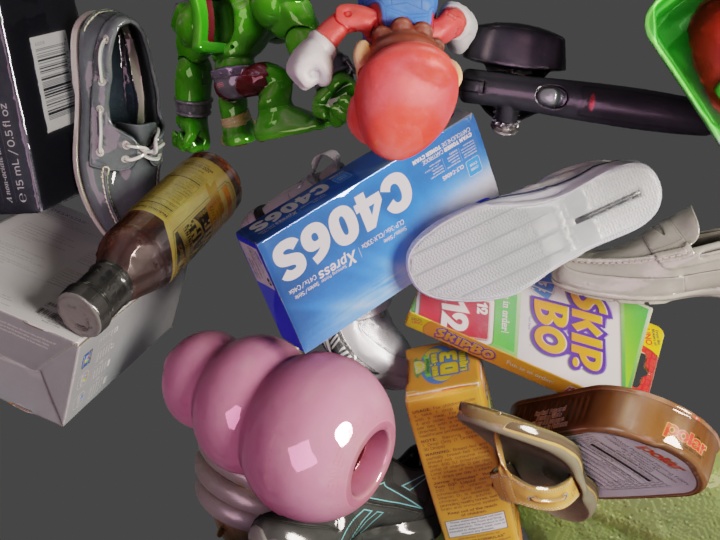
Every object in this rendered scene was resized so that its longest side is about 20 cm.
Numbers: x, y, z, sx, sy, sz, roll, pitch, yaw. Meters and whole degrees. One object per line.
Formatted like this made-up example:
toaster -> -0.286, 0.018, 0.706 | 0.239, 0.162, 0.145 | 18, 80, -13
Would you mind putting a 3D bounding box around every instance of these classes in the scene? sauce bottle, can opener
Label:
sauce bottle -> -0.165, -0.022, 0.785 | 0.065, 0.201, 0.067 | 15, 132, 18
can opener -> 0.167, -0.128, 0.730 | 0.196, 0.063, 0.080 | 15, 112, 11

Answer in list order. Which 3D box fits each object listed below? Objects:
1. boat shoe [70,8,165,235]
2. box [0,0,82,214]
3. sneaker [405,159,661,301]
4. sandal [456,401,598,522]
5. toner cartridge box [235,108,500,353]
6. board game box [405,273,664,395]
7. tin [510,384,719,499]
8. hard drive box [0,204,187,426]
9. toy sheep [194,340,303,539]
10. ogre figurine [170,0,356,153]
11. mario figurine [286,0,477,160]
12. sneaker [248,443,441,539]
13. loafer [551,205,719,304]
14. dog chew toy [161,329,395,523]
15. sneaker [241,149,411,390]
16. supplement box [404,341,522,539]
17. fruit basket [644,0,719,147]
boat shoe -> -0.198, -0.114, 0.827 | 0.061, 0.072, 0.205 | 10, 109, 44
box -> -0.341, -0.155, 0.838 | 0.196, 0.118, 0.201 | -1, 109, 17
sneaker -> 0.127, -0.029, 0.745 | 0.196, 0.071, 0.075 | -18, 97, -1
sandal -> 0.131, 0.160, 0.753 | 0.079, 0.055, 0.201 | 10, 153, 35
toner cartridge box -> 0.013, -0.034, 0.744 | 0.198, 0.043, 0.096 | -33, 118, -18
board game box -> 0.142, 0.040, 0.781 | 0.197, 0.097, 0.030 | 25, 148, 5
tin -> 0.188, 0.138, 0.766 | 0.111, 0.043, 0.199 | 28, 157, -15
hard drive box -> -0.258, 0.025, 0.831 | 0.153, 0.200, 0.078 | 22, 114, 8
toy sheep -> -0.079, 0.156, 0.869 | 0.135, 0.138, 0.204 | 19, 99, 8
ogre figurine -> -0.086, -0.161, 0.768 | 0.199, 0.097, 0.123 | 8, 113, 59
mario figurine -> 0.017, -0.163, 0.701 | 0.121, 0.204, 0.106 | -10, 150, 17
sneaker -> -0.011, 0.191, 0.818 | 0.075, 0.197, 0.081 | 3, 91, 46
loafer -> 0.243, -0.014, 0.749 | 0.195, 0.070, 0.071 | -3, 102, 10
dog chew toy -> -0.072, 0.107, 0.757 | 0.197, 0.124, 0.127 | 22, 115, 28
sneaker -> 0.000, 0.000, 0.816 | 0.200, 0.075, 0.115 | 48, 116, -1
supplement box -> 0.088, 0.159, 0.825 | 0.067, 0.067, 0.203 | -13, 120, 11
fruit basket -> 0.291, -0.151, 0.593 | 0.214, 0.216, 0.157 | -35, 97, 23
